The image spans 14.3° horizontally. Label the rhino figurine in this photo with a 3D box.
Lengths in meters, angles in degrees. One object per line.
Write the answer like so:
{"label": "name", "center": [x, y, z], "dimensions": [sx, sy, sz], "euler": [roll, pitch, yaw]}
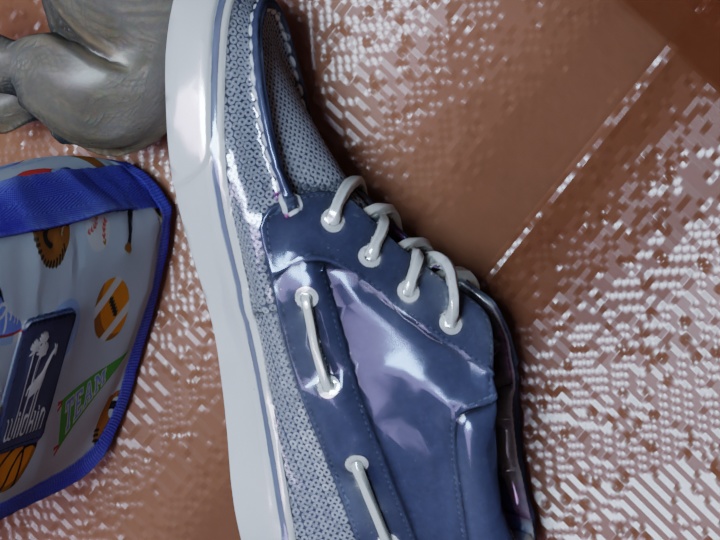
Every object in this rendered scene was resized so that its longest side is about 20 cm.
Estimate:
{"label": "rhino figurine", "center": [-0.076, -0.131, 0.929], "dimensions": [0.087, 0.060, 0.201], "euler": [19, 102, 9]}

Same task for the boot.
{"label": "boot", "center": [0.000, 0.000, 0.907], "dimensions": [0.090, 0.073, 0.201], "euler": [-7, 100, 19]}

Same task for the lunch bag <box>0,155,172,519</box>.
{"label": "lunch bag", "center": [-0.165, 0.042, 0.928], "dimensions": [0.200, 0.170, 0.124], "euler": [-41, 81, 23]}
